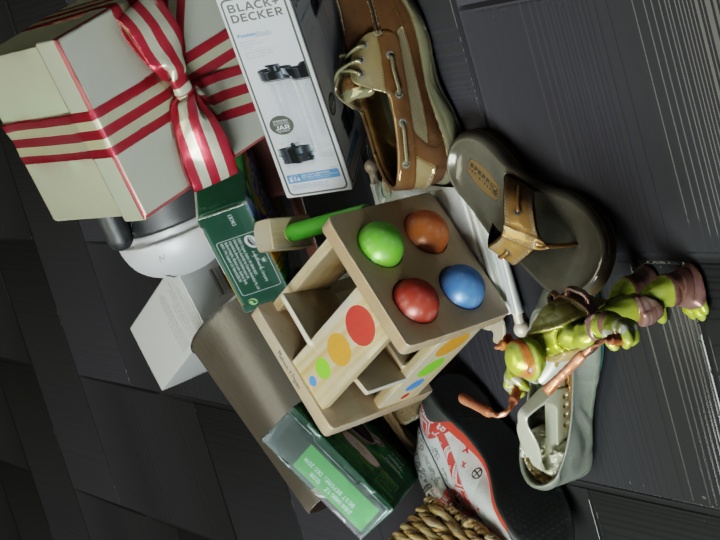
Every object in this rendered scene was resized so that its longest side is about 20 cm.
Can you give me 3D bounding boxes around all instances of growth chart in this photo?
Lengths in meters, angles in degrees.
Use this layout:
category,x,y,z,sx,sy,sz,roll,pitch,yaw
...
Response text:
category,x,y,z,sx,sy,sz,roll,pitch,yaw
growth chart,0.071,-0.015,1.498,0.199,0.018,0.146,16,124,57

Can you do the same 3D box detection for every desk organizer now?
category,x,y,z,sx,sy,sz,roll,pitch,yaw
desk organizer,-0.031,-0.050,1.601,0.077,0.071,0.202,-4,106,64

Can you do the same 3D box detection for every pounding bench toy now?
category,x,y,z,sx,sy,sz,roll,pitch,yaw
pounding bench toy,0.000,0.000,1.455,0.201,0.124,0.156,57,135,18

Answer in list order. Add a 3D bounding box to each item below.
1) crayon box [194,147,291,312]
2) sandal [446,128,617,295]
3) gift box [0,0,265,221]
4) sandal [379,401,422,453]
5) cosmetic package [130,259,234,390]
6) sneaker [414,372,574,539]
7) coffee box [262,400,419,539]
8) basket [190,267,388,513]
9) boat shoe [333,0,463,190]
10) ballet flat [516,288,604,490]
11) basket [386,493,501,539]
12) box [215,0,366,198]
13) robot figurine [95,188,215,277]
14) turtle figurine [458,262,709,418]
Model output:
category,x,y,z,sx,sy,sz,roll,pitch,yaw
crayon box,-0.113,-0.078,1.627,0.201,0.051,0.126,-101,-10,-46
sandal,0.118,-0.044,1.336,0.200,0.054,0.082,48,131,38
gift box,-0.185,-0.163,1.477,0.186,0.200,0.185,1,127,53
sandal,0.033,0.104,1.588,0.078,0.070,0.212,47,-178,28
cosmetic package,-0.163,0.044,1.869,0.085,0.107,0.200,61,154,11
sneaker,0.113,0.193,1.523,0.202,0.067,0.108,55,151,31
coffee box,-0.010,0.161,1.534,0.123,0.044,0.200,45,-170,3
basket,-0.056,0.121,1.709,0.201,0.135,0.181,56,167,13
boat shoe,0.018,-0.158,1.427,0.076,0.073,0.201,-31,82,62
ballet flat,0.152,0.089,1.376,0.067,0.063,0.202,36,138,46
basket,0.089,0.321,1.502,0.142,0.149,0.201,25,154,53
box,-0.051,-0.175,1.446,0.060,0.117,0.201,-7,127,17
robot figurine,-0.201,-0.092,1.707,0.202,0.149,0.125,70,166,-14
turtle figurine,0.153,0.041,1.233,0.065,0.160,0.200,64,153,6
